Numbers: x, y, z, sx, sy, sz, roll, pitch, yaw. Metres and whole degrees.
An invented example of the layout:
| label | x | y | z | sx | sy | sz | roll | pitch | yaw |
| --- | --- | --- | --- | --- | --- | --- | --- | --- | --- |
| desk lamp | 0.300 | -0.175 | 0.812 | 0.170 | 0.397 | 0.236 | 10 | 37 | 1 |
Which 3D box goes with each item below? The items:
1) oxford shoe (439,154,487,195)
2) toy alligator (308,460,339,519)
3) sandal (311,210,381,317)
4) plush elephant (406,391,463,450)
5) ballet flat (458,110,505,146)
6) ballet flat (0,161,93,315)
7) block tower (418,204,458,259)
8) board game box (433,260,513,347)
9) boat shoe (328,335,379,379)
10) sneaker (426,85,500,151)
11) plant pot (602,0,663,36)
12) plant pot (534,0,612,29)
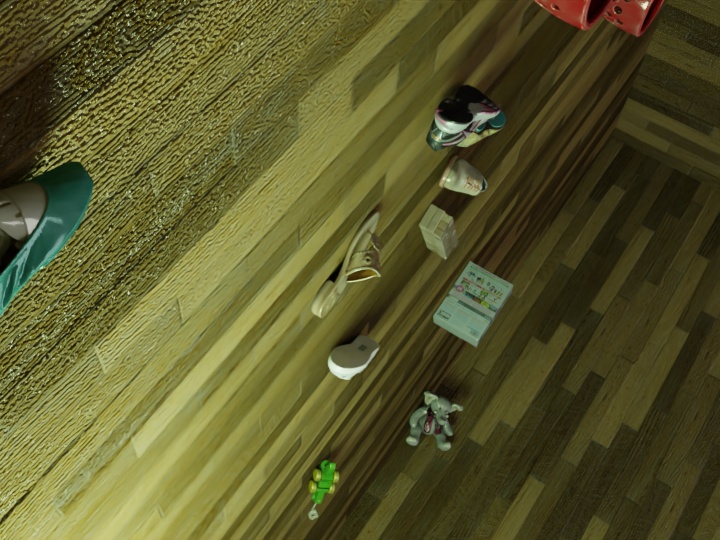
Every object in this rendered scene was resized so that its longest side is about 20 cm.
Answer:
| label | x | y | z | sx | sy | sz | roll | pitch | yaw |
| --- | --- | --- | --- | --- | --- | --- | --- | --- | --- |
| oxford shoe | 0.219 | -0.193 | 1.884 | 0.071 | 0.074 | 0.200 | -64 | 164 | 16 |
| toy alligator | -0.100 | 0.533 | 2.252 | 0.054 | 0.059 | 0.200 | -106 | -150 | -52 |
| sandal | 0.001 | 0.002 | 1.573 | 0.212 | 0.070 | 0.078 | -57 | 164 | -11 |
| plush elephant | 0.261 | 0.499 | 3.103 | 0.155 | 0.164 | 0.200 | 123 | -20 | -47 |
| ballet flat | 0.226 | -0.284 | 1.784 | 0.200 | 0.071 | 0.071 | -33 | 150 | -59 |
| ballet flat | -0.283 | -0.015 | 0.698 | 0.200 | 0.067 | 0.070 | -58 | 150 | -15 |
| block tower | 0.173 | -0.081 | 1.983 | 0.058 | 0.054 | 0.200 | -57 | 164 | -5 |
| board game box | 0.320 | 0.094 | 2.572 | 0.200 | 0.147 | 0.064 | -54 | 162 | -17 |
| boat shoe | -0.022 | 0.188 | 1.858 | 0.069 | 0.072 | 0.200 | -65 | 172 | 17 |
| sneaker | 0.173 | -0.268 | 1.618 | 0.200 | 0.080 | 0.086 | -26 | 157 | -50 |
| plant pot | 0.588 | -0.646 | 2.007 | 0.201 | 0.182 | 0.201 | -52 | 162 | -25 |
| plant pot | 0.324 | -0.506 | 1.423 | 0.201 | 0.182 | 0.201 | -53 | 163 | -24 |
